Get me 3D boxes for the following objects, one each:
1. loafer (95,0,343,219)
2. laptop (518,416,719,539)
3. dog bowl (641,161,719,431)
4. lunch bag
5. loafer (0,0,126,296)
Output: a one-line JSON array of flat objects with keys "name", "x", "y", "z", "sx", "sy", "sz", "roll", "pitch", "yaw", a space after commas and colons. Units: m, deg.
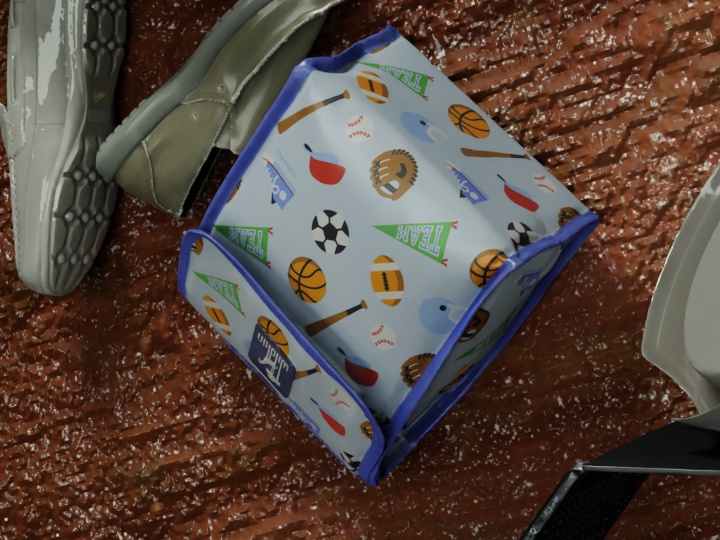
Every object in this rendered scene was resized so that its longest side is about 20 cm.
[{"name": "loafer", "x": -0.064, "y": -0.104, "z": 1.445, "sx": 0.070, "sy": 0.075, "sz": 0.200, "roll": 47, "pitch": 116, "yaw": 1}, {"name": "laptop", "x": 0.159, "y": 0.138, "z": 1.302, "sx": 0.103, "sy": 0.177, "sz": 0.200, "roll": 38, "pitch": 108, "yaw": 17}, {"name": "dog bowl", "x": 0.218, "y": -0.003, "z": 1.262, "sx": 0.059, "sy": 0.200, "sz": 0.200, "roll": 28, "pitch": 109, "yaw": -15}, {"name": "lunch bag", "x": 0.000, "y": 0.000, "z": 1.396, "sx": 0.170, "sy": 0.124, "sz": 0.200, "roll": 46, "pitch": 125, "yaw": 14}, {"name": "loafer", "x": -0.182, "y": -0.086, "z": 1.498, "sx": 0.070, "sy": 0.070, "sz": 0.201, "roll": 6, "pitch": 90, "yaw": 29}]
